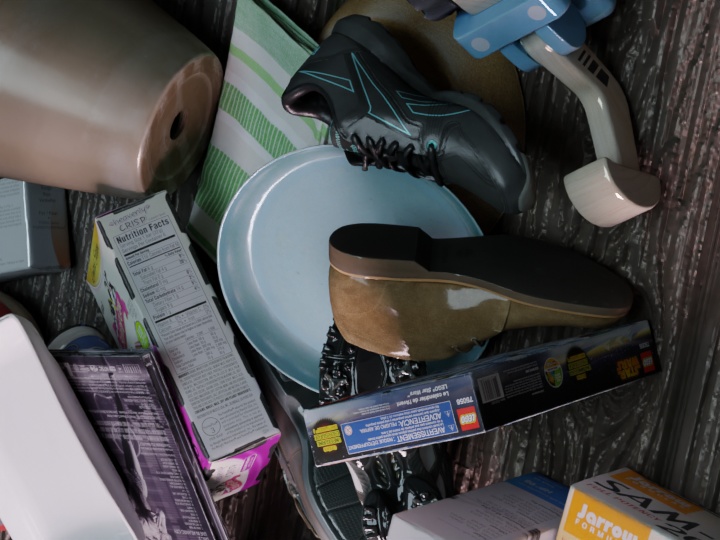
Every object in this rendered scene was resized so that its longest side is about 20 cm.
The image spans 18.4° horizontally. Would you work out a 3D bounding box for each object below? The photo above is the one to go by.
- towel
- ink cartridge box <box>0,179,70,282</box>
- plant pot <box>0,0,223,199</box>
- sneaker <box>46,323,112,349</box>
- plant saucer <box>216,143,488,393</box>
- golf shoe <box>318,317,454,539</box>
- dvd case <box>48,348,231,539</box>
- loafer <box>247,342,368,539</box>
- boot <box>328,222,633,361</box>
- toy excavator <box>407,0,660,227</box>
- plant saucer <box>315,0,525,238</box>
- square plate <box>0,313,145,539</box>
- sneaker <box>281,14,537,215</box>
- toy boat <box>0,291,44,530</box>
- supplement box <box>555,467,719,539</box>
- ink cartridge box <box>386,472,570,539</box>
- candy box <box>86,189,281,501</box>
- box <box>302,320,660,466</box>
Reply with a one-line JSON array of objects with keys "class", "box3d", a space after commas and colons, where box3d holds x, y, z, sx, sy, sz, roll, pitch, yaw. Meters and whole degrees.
[{"class": "towel", "box3d": [-0.070, -0.081, 1.588, 0.153, 0.023, 0.201, 45, 130, 46]}, {"class": "ink cartridge box", "box3d": [-0.309, -0.090, 1.810, 0.162, 0.050, 0.201, -8, 82, 40]}, {"class": "plant pot", "box3d": [-0.201, -0.139, 1.631, 0.173, 0.200, 0.201, 23, 111, 18]}, {"class": "sneaker", "box3d": [-0.199, 0.145, 1.697, 0.077, 0.075, 0.201, 22, 126, 64]}, {"class": "plant saucer", "box3d": [0.000, 0.000, 1.519, 0.199, 0.027, 0.201, 8, 120, 14]}, {"class": "golf shoe", "box3d": [0.020, 0.115, 1.521, 0.077, 0.094, 0.201, -10, 89, 7]}, {"class": "dvd case", "box3d": [-0.159, 0.148, 1.607, 0.148, 0.016, 0.201, -3, 113, 50]}, {"class": "loafer", "box3d": [-0.028, 0.127, 1.593, 0.201, 0.072, 0.063, 67, 150, 20]}, {"class": "boot", "box3d": [0.077, 0.021, 1.448, 0.199, 0.074, 0.076, 8, 116, 10]}, {"class": "toy excavator", "box3d": [0.125, -0.152, 1.408, 0.100, 0.200, 0.195, -27, 37, 39]}, {"class": "plant saucer", "box3d": [0.023, -0.101, 1.531, 0.199, 0.035, 0.201, 6, 99, 39]}, {"class": "square plate", "box3d": [-0.240, 0.133, 1.656, 0.198, 0.028, 0.201, -23, 97, 56]}, {"class": "sneaker", "box3d": [0.031, -0.085, 1.428, 0.200, 0.079, 0.076, 39, 158, 35]}, {"class": "toy boat", "box3d": [-0.321, 0.113, 1.781, 0.130, 0.130, 0.201, -22, 81, 39]}, {"class": "supplement box", "box3d": [0.176, 0.245, 1.424, 0.126, 0.073, 0.201, 25, 110, 34]}, {"class": "ink cartridge box", "box3d": [0.067, 0.208, 1.427, 0.067, 0.199, 0.116, 26, 111, 34]}, {"class": "candy box", "box3d": [-0.132, 0.060, 1.623, 0.201, 0.061, 0.136, 64, 163, 15]}, {"class": "box", "box3d": [0.079, 0.076, 1.401, 0.136, 0.200, 0.040, -15, 88, 40]}]
